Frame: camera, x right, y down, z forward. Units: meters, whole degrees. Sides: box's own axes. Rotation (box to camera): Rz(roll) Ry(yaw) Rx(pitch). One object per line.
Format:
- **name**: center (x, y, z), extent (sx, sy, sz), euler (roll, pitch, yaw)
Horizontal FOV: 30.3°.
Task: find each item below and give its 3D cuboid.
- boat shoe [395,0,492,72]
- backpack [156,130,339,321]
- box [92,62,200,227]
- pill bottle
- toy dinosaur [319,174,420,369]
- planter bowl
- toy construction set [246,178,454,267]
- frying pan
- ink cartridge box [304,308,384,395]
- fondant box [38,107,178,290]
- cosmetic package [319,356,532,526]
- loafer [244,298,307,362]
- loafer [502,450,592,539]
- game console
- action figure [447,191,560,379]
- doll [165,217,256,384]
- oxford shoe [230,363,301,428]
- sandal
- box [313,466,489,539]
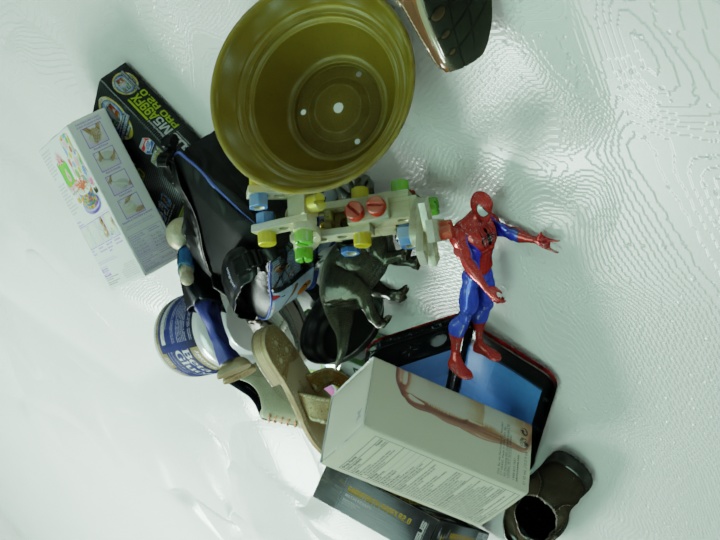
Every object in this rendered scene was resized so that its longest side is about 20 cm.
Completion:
- **boat shoe**: center (0.045, -0.261, 1.076), extent (0.074, 0.075, 0.202), euler (7, 122, 56)
- **backpack**: center (-0.115, -0.049, 1.440), extent (0.200, 0.153, 0.191), euler (50, 151, 25)
- **box**: center (-0.265, -0.138, 1.639), extent (0.160, 0.044, 0.200), euler (45, 150, 5)
- **pill bottle**: center (-0.179, 0.074, 1.701), extent (0.112, 0.111, 0.199), euler (55, 149, -11)
- **toy dinosaur**: center (0.000, 0.000, 1.376), extent (0.102, 0.077, 0.202), euler (21, 101, 20)
- **planter bowl**: center (-0.033, -0.161, 1.228), extent (0.200, 0.201, 0.083), euler (35, -176, 21)
- **toy construction set**: center (-0.001, -0.052, 1.263), extent (0.198, 0.093, 0.131), euler (7, 167, 18)
- **frying pan**: center (-0.042, 0.055, 1.508), extent (0.189, 0.116, 0.031), euler (10, 153, 49)
- **ink cartridge box**: center (-0.001, 0.125, 1.577), extent (0.199, 0.059, 0.105), euler (18, 137, 41)
- **fondant box**: center (-0.309, -0.084, 1.629), extent (0.201, 0.058, 0.144), euler (62, 153, -6)
- **cosmetic package**: center (0.070, 0.181, 1.388), extent (0.199, 0.088, 0.103), euler (25, 140, -19)
- **loafer**: center (-0.128, 0.028, 1.572), extent (0.072, 0.063, 0.201), euler (-46, 66, 40)
- **loafer**: center (0.192, 0.268, 1.476), extent (0.073, 0.071, 0.201), euler (38, 148, 17)
- **game console**: center (0.097, 0.152, 1.430), extent (0.201, 0.171, 0.119), euler (95, 153, -51)
- **action figure**: center (0.131, 0.020, 1.265), extent (0.099, 0.065, 0.202), euler (28, 135, 39)
- **doll**: center (-0.182, 0.032, 1.548), extent (0.137, 0.048, 0.201), euler (75, 171, -77)
- **oxford shoe**: center (-0.094, 0.186, 1.754), extent (0.200, 0.074, 0.071), euler (38, 149, 18)
- **sandal**: center (-0.039, 0.140, 1.515), extent (0.069, 0.078, 0.212), euler (-19, 123, 29)
- **box**: center (0.053, 0.296, 1.602), extent (0.157, 0.049, 0.200), euler (25, 176, 28)
